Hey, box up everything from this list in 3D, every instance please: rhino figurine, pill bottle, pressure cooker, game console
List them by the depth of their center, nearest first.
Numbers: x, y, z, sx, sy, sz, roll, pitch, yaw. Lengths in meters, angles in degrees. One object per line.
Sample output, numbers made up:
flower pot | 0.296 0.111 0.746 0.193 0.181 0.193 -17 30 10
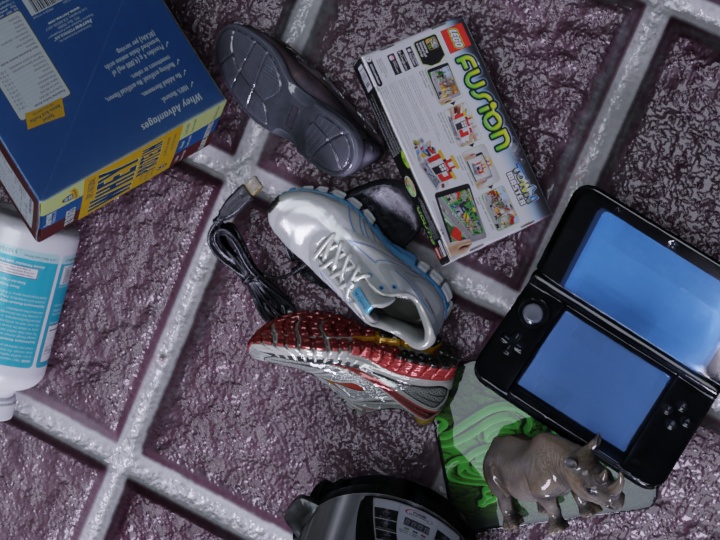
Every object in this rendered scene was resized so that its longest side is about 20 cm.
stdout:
game console | 0.226 0.060 1.406 0.199 0.117 0.176 33 70 13
rhino figurine | 0.171 0.182 1.411 0.059 0.200 0.088 -27 95 -26
pressure cooker | 0.015 0.284 1.446 0.177 0.201 0.177 -9 124 24
pill bottle | -0.349 0.041 1.562 0.110 0.111 0.202 18 97 12

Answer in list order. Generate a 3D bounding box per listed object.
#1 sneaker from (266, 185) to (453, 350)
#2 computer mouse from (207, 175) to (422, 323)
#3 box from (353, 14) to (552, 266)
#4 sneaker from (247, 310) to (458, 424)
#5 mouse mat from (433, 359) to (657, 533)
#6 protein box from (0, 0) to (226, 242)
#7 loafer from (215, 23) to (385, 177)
sneaker | 0.000 0.000 1.447 0.199 0.087 0.075 34 118 -10
computer mouse | -0.045 -0.047 1.503 0.199 0.046 0.141 -36 106 22
box | 0.084 -0.118 1.456 0.109 0.035 0.202 -23 87 -15
sneaker | -0.012 0.095 1.493 0.198 0.078 0.083 14 115 10
mouse mat | 0.168 0.155 1.493 0.198 0.008 0.163 -11 91 16
protein box | -0.263 -0.173 1.473 0.198 0.135 0.201 -31 85 -18
loafer | -0.057 -0.160 1.506 0.200 0.063 0.072 45 123 23
